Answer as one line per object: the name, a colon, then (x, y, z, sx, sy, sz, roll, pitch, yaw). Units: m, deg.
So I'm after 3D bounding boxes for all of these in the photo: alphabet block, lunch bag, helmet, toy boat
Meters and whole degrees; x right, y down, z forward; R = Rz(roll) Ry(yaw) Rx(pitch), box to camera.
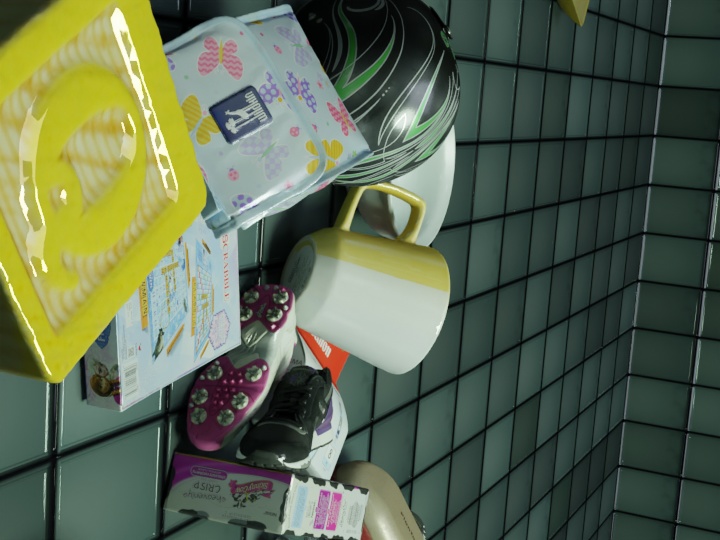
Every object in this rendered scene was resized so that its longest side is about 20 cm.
alphabet block: (-0.241, -0.074, 0.735, 0.195, 0.200, 0.197, -59, 147, -41)
lunch bag: (-0.099, -0.131, 1.056, 0.170, 0.127, 0.200, 61, 33, -2)
helmet: (0.007, -0.186, 1.283, 0.200, 0.200, 0.191, 54, 33, -57)
toy boat: (0.001, 0.340, 1.496, 0.200, 0.131, 0.131, 64, 12, -2)

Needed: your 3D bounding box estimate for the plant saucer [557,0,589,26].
plant saucer: (0.372, -0.566, 2.114, 0.200, 0.048, 0.200, 48, 54, -59)

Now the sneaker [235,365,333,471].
sneaker: (-0.074, 0.141, 1.209, 0.200, 0.076, 0.088, -28, 125, -79)

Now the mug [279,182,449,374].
mug: (-0.004, 0.008, 1.344, 0.153, 0.149, 0.187, 19, 53, -25)

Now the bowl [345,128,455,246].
bowl: (0.040, -0.127, 1.468, 0.201, 0.090, 0.202, -33, 127, -58)

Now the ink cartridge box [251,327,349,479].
ink cartridge box: (-0.046, 0.129, 1.410, 0.200, 0.047, 0.160, -67, 151, -25)

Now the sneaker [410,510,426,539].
sneaker: (0.009, 0.406, 1.584, 0.200, 0.076, 0.091, -49, -172, -21)

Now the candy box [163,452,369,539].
candy box: (-0.091, 0.235, 1.238, 0.200, 0.136, 0.061, 31, 67, -65)

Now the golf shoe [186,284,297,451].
golf shoe: (-0.112, 0.111, 1.234, 0.092, 0.075, 0.200, 74, 34, -48)

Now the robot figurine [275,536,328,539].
robot figurine: (-0.065, 0.405, 1.374, 0.169, 0.113, 0.201, -1, 100, -28)

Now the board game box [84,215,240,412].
board game box: (-0.178, 0.000, 1.088, 0.199, 0.041, 0.201, -28, 122, -61)
